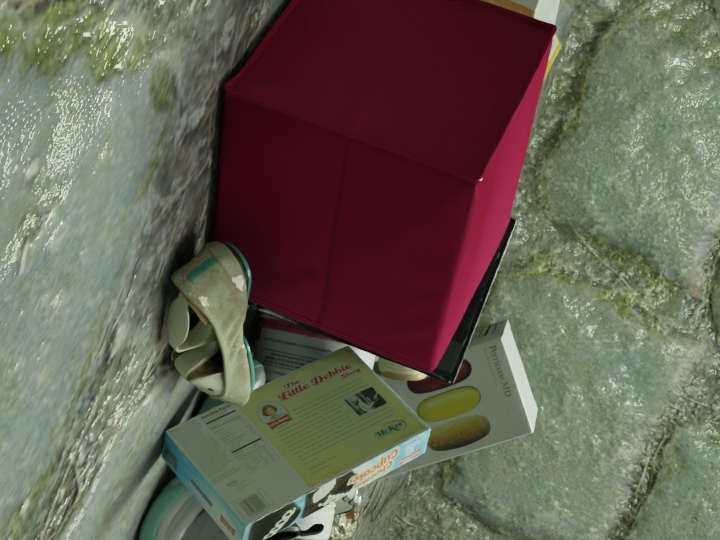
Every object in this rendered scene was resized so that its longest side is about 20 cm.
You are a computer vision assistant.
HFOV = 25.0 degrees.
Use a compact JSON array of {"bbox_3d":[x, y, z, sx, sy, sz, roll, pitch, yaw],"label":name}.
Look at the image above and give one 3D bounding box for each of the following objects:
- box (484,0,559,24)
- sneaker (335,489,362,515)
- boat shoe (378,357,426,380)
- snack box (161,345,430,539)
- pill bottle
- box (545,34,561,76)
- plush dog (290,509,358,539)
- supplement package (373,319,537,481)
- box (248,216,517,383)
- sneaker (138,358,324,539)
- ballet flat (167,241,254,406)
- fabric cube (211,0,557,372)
[{"bbox_3d":[0.102,-0.254,1.500,0.200,0.151,0.107,89,24,-67],"label":"box"},{"bbox_3d":[-0.066,0.240,1.680,0.116,0.075,0.200,-47,159,-9],"label":"sneaker"},{"bbox_3d":[0.047,0.040,1.732,0.200,0.073,0.070,-101,-166,-61],"label":"boat shoe"},{"bbox_3d":[-0.052,0.144,1.360,0.199,0.116,0.037,-23,143,-33],"label":"snack box"},{"bbox_3d":[-0.055,0.140,1.499,0.113,0.112,0.202,34,67,-81],"label":"pill bottle"},{"bbox_3d":[0.101,-0.191,1.684,0.042,0.199,0.119,60,36,-25],"label":"box"},{"bbox_3d":[-0.091,0.374,1.962,0.171,0.159,0.202,-30,114,-54],"label":"plush dog"},{"bbox_3d":[0.081,0.141,1.767,0.110,0.198,0.115,-43,114,-78],"label":"supplement package"},{"bbox_3d":[0.018,-0.009,1.426,0.160,0.199,0.046,-68,-165,1],"label":"box"},{"bbox_3d":[-0.090,0.185,1.407,0.078,0.139,0.201,88,26,-68],"label":"sneaker"},{"bbox_3d":[-0.120,0.049,1.234,0.062,0.067,0.201,-33,151,-24],"label":"ballet flat"},{"bbox_3d":[0.013,-0.085,1.226,0.200,0.199,0.197,99,16,-47],"label":"fabric cube"}]
